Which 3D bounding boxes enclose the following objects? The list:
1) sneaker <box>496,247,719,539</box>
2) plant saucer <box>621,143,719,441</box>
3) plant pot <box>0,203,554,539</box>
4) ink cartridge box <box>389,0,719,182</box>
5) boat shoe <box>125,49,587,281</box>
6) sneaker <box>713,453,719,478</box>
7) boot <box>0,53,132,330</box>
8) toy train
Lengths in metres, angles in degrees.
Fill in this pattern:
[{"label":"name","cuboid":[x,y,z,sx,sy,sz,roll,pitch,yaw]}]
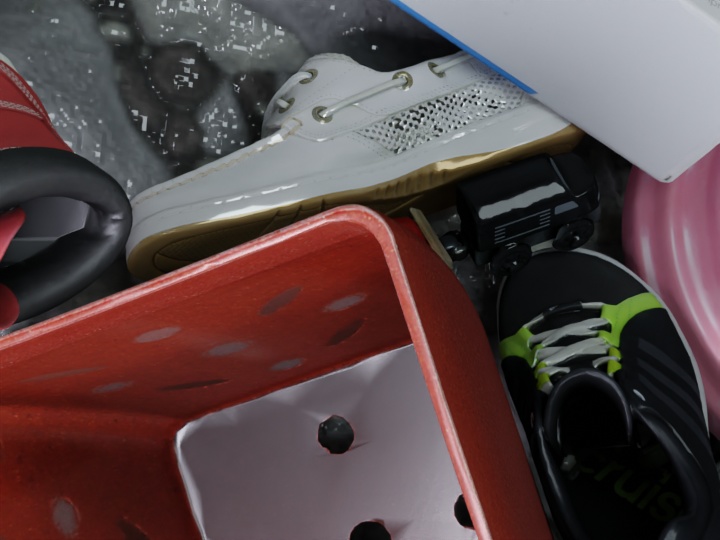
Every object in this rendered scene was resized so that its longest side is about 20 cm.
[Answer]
[{"label":"sneaker","cuboid":[0.093,0.050,0.742,0.072,0.083,0.200,-21,46,4]},{"label":"plant saucer","cuboid":[0.207,-0.007,0.845,0.200,0.051,0.201,6,69,-16]},{"label":"plant pot","cuboid":[-0.023,0.103,0.674,0.176,0.200,0.200,-3,74,-70]},{"label":"ink cartridge box","cuboid":[0.107,-0.159,0.831,0.146,0.084,0.200,31,49,-15]},{"label":"boat shoe","cuboid":[-0.009,-0.050,0.801,0.200,0.071,0.069,-18,76,-27]},{"label":"sneaker","cuboid":[0.138,0.140,0.823,0.200,0.060,0.104,-29,86,-30]},{"label":"boot","cuboid":[-0.179,-0.014,0.628,0.200,0.144,0.072,-16,124,-23]},{"label":"toy train","cuboid":[0.000,0.000,0.776,0.200,0.046,0.034,-21,56,-10]}]
